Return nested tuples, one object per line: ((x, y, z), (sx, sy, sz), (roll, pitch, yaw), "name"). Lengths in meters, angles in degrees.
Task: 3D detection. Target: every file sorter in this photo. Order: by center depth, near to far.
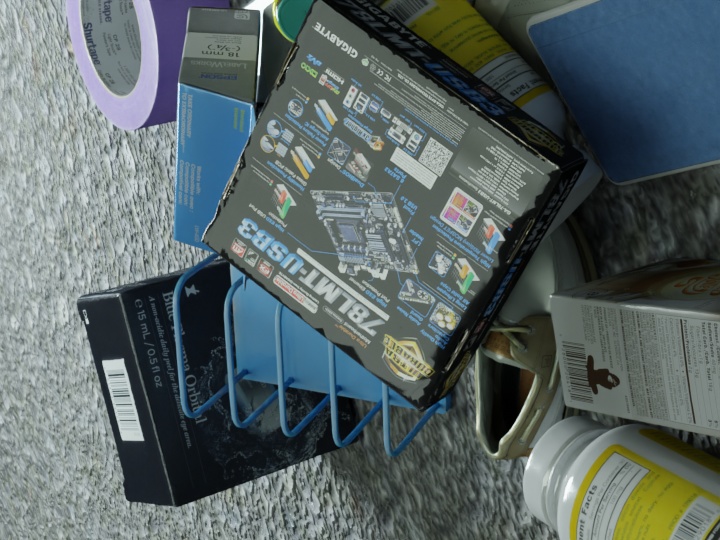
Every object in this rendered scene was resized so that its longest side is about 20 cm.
((-0.039, 0.061, 1.325), (0.199, 0.123, 0.140), (8, 115, 23), "file sorter")

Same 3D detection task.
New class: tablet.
((0.198, -0.123, 0.991), (0.199, 0.014, 0.131), (-11, 115, 53), "tablet")

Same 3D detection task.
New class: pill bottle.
((0.202, 0.169, 1.078), (0.200, 0.111, 0.112), (27, 126, 51), "pill bottle")
((0.065, -0.108, 1.091), (0.200, 0.112, 0.113), (48, 143, 11), "pill bottle")

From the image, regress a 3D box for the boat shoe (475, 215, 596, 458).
((0.122, 0.048, 1.169), (0.075, 0.068, 0.201), (21, 123, 43), "boat shoe")

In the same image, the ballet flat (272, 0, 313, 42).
((0.029, -0.220, 1.177), (0.199, 0.067, 0.067), (-18, 107, 17), "ballet flat")

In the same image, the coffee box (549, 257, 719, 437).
((0.225, 0.046, 0.983), (0.200, 0.114, 0.080), (6, 109, 56), "coffee box")

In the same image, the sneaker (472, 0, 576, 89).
((0.147, -0.197, 1.047), (0.092, 0.075, 0.200), (55, 153, 15), "sneaker")

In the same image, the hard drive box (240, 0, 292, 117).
((-0.026, -0.165, 1.324), (0.200, 0.076, 0.157), (-24, 83, 58), "hard drive box")

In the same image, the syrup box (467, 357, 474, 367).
((0.000, 0.000, 1.190), (0.200, 0.081, 0.079), (36, 128, 45), "syrup box")

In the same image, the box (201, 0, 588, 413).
((0.016, -0.045, 1.043), (0.200, 0.050, 0.199), (37, 121, 17), "box")

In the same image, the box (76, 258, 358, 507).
((-0.131, 0.092, 1.490), (0.117, 0.199, 0.198), (-8, 97, 60), "box")

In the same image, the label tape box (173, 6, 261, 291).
((-0.114, -0.100, 1.272), (0.200, 0.063, 0.145), (-93, 8, -56), "label tape box")

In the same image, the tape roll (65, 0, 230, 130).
((-0.208, -0.242, 1.574), (0.200, 0.085, 0.201), (30, 127, 49), "tape roll")
